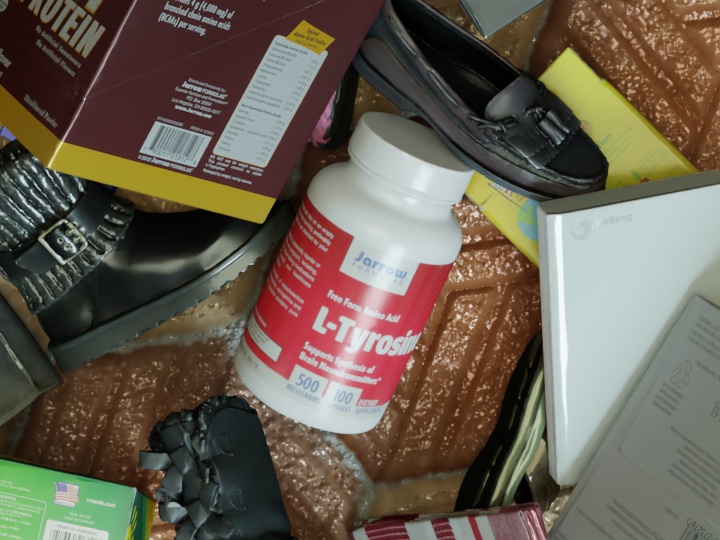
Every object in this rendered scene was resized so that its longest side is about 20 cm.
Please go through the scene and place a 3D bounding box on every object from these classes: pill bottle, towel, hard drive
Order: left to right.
[{"bbox_3d":[0.000,0.000,1.710,0.112,0.112,0.201,24,109,0],"label":"pill bottle"},{"bbox_3d":[0.077,0.232,1.729,0.023,0.200,0.145,-23,96,-36],"label":"towel"},{"bbox_3d":[0.187,0.040,1.697,0.131,0.026,0.201,-11,116,-14],"label":"hard drive"}]

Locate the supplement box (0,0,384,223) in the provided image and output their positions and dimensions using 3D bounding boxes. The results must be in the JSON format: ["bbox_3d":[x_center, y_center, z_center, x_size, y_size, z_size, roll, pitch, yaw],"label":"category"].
[{"bbox_3d":[-0.118,-0.164,1.618,0.133,0.197,0.201,41,108,40],"label":"supplement box"}]

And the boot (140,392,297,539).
[{"bbox_3d":[-0.067,0.175,1.732,0.073,0.198,0.163,-26,72,22],"label":"boot"}]

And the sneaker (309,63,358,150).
[{"bbox_3d":[-0.042,-0.188,1.727,0.086,0.080,0.201,11,92,12],"label":"sneaker"}]

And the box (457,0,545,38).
[{"bbox_3d":[0.109,-0.242,1.648,0.148,0.200,0.125,-33,94,6],"label":"box"}]

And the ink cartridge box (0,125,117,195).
[{"bbox_3d":[-0.168,-0.159,1.756,0.094,0.037,0.201,29,99,-1],"label":"ink cartridge box"}]

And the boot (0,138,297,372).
[{"bbox_3d":[-0.165,-0.041,1.738,0.210,0.079,0.158,-29,101,6],"label":"boot"}]

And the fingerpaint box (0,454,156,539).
[{"bbox_3d":[-0.247,0.165,1.726,0.199,0.167,0.074,12,82,2],"label":"fingerpaint box"}]

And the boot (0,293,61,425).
[{"bbox_3d":[-0.302,0.024,1.721,0.072,0.182,0.201,-21,94,33],"label":"boot"}]

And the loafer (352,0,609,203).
[{"bbox_3d":[0.082,-0.115,1.676,0.200,0.072,0.063,34,140,11],"label":"loafer"}]

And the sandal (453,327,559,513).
[{"bbox_3d":[0.116,0.137,1.758,0.057,0.080,0.202,21,97,-14],"label":"sandal"}]

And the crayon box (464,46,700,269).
[{"bbox_3d":[0.172,-0.043,1.744,0.200,0.051,0.127,45,96,-3],"label":"crayon box"}]

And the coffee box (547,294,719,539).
[{"bbox_3d":[0.285,0.168,1.656,0.197,0.200,0.201,26,98,-32],"label":"coffee box"}]
